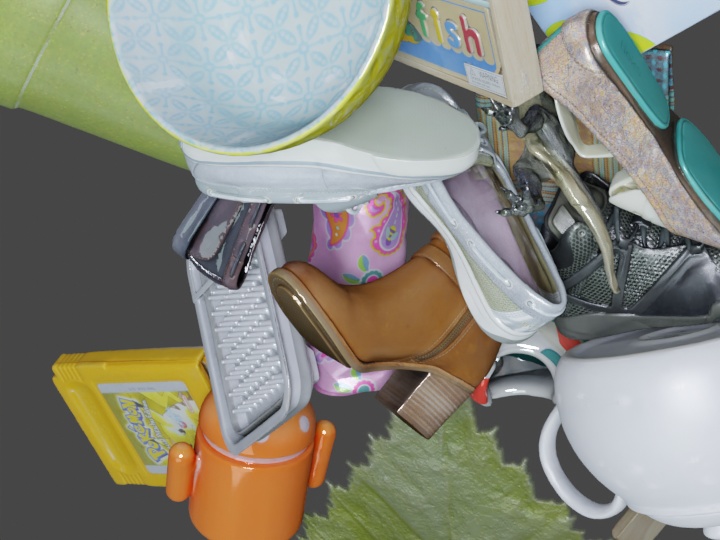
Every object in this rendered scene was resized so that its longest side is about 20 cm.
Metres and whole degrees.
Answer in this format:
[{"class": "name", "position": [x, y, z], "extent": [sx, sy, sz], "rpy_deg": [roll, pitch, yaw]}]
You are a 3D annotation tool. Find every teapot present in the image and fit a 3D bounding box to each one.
[{"class": "teapot", "position": [0.232, 0.113, 0.791], "extent": [0.195, 0.200, 0.148], "rpy_deg": [-13, 92, 0]}]

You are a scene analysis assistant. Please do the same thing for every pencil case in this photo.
[{"class": "pencil case", "position": [0.000, 0.000, 0.890], "extent": [0.087, 0.087, 0.202], "rpy_deg": [9, 114, 17]}]

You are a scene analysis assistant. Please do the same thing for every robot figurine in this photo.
[{"class": "robot figurine", "position": [-0.105, 0.183, 1.082], "extent": [0.142, 0.117, 0.202], "rpy_deg": [12, 114, 6]}]

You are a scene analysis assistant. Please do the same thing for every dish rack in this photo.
[{"class": "dish rack", "position": [-0.089, 0.039, 0.941], "extent": [0.043, 0.202, 0.172], "rpy_deg": [-4, 161, -27]}]

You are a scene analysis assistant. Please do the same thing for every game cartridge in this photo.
[{"class": "game cartridge", "position": [-0.211, 0.157, 1.184], "extent": [0.198, 0.033, 0.177], "rpy_deg": [-6, 124, 27]}]

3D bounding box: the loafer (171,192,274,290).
[{"class": "loafer", "position": [-0.062, -0.072, 0.835], "extent": [0.063, 0.072, 0.200], "rpy_deg": [42, 112, 8]}]

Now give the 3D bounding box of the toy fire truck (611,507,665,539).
[{"class": "toy fire truck", "position": [0.322, 0.183, 0.910], "extent": [0.176, 0.129, 0.199], "rpy_deg": [47, 142, -17]}]

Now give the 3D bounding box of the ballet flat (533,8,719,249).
[{"class": "ballet flat", "position": [0.175, -0.078, 0.715], "extent": [0.067, 0.068, 0.200], "rpy_deg": [-24, 117, 37]}]

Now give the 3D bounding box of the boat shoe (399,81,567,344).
[{"class": "boat shoe", "position": [0.083, -0.050, 0.801], "extent": [0.065, 0.074, 0.203], "rpy_deg": [-43, 65, 56]}]

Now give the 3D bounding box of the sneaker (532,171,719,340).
[{"class": "sneaker", "position": [0.203, -0.020, 0.789], "extent": [0.198, 0.077, 0.115], "rpy_deg": [-13, 126, 37]}]

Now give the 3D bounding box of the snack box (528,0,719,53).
[{"class": "snack box", "position": [0.149, -0.236, 0.668], "extent": [0.168, 0.068, 0.200], "rpy_deg": [-26, 112, 35]}]

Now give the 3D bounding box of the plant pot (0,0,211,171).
[{"class": "plant pot", "position": [-0.163, -0.164, 0.809], "extent": [0.189, 0.201, 0.200], "rpy_deg": [30, 135, -17]}]

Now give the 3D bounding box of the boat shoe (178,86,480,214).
[{"class": "boat shoe", "position": [-0.020, -0.076, 0.759], "extent": [0.199, 0.070, 0.072], "rpy_deg": [3, 139, 7]}]

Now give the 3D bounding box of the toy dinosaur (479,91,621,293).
[{"class": "toy dinosaur", "position": [0.115, -0.075, 0.736], "extent": [0.047, 0.088, 0.201], "rpy_deg": [-30, 78, 35]}]

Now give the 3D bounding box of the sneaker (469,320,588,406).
[{"class": "sneaker", "position": [0.086, 0.058, 0.922], "extent": [0.198, 0.094, 0.071], "rpy_deg": [12, 131, 16]}]

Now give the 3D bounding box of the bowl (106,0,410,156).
[{"class": "bowl", "position": [-0.046, -0.169, 0.703], "extent": [0.198, 0.107, 0.202], "rpy_deg": [1, 93, 27]}]

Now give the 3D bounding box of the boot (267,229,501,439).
[{"class": "boot", "position": [0.039, 0.013, 0.825], "extent": [0.200, 0.156, 0.077], "rpy_deg": [42, 171, -27]}]

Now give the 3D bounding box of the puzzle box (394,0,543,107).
[{"class": "puzzle box", "position": [0.033, -0.189, 0.713], "extent": [0.200, 0.025, 0.134], "rpy_deg": [34, 148, 51]}]

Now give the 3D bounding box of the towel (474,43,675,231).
[{"class": "towel", "position": [0.158, -0.072, 0.832], "extent": [0.145, 0.022, 0.201], "rpy_deg": [4, 128, 21]}]
